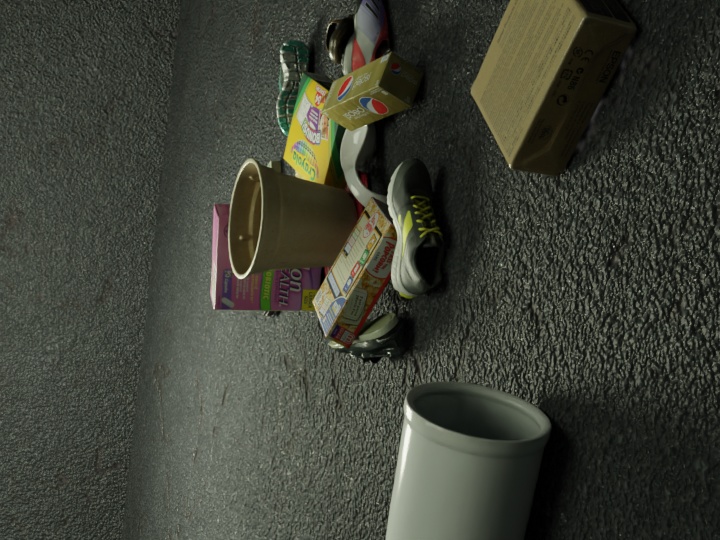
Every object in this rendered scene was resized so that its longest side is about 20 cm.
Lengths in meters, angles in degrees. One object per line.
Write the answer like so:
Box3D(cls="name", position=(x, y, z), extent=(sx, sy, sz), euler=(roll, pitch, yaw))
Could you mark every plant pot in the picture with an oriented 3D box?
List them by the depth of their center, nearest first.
Box3D(cls="plant pot", position=(-0.113, -0.079, 1.746), extent=(0.200, 0.181, 0.204), euler=(-175, 90, -67))

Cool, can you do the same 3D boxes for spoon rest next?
Box3D(cls="spoon rest", position=(0.000, -0.185, 1.708), extent=(0.100, 0.060, 0.202), euler=(-53, 38, 37))

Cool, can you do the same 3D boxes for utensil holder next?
Box3D(cls="utensil holder", position=(0.118, 0.253, 1.170), extent=(0.170, 0.168, 0.203), euler=(-142, 58, -65))

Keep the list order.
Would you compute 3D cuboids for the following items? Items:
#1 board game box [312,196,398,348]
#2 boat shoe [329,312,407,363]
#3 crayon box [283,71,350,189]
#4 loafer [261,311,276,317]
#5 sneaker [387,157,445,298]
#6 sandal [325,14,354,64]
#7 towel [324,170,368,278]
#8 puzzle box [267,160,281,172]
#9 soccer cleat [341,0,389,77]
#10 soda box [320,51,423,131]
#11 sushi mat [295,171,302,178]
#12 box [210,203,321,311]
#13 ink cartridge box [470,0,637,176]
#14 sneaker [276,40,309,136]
Box3D(cls="board game box", position=(0.000, 0.000, 1.585), extent=(0.201, 0.046, 0.152), euler=(-60, 19, 12))
Box3D(cls="boat shoe", position=(0.016, 0.115, 1.598), extent=(0.066, 0.074, 0.199), euler=(53, 149, -9))
Box3D(cls="crayon box", position=(-0.068, -0.253, 1.882), extent=(0.200, 0.058, 0.175), euler=(46, 126, 55))
Box3D(cls="loafer", position=(-0.191, 0.002, 2.144), extent=(0.072, 0.062, 0.202), euler=(-128, 48, -60))
Box3D(cls="sneaker", position=(0.090, -0.061, 1.461), extent=(0.084, 0.074, 0.203), euler=(0, 93, 62))
Box3D(cls="sandal", position=(-0.039, -0.403, 1.785), extent=(0.200, 0.054, 0.083), euler=(-65, -20, -65))
Box3D(cls="towel", position=(-0.025, -0.066, 1.799), extent=(0.200, 0.022, 0.146), euler=(127, 142, -54))
Box3D(cls="puzzle box", position=(-0.218, -0.140, 2.298), extent=(0.200, 0.025, 0.135), euler=(133, 138, -56))
Box3D(cls="soccer cleat", position=(0.021, -0.408, 1.734), extent=(0.068, 0.072, 0.202), euler=(74, -155, -60))
Box3D(cls="soda box", position=(0.016, -0.285, 1.642), extent=(0.199, 0.067, 0.065), euler=(-8, 58, 61))
Box3D(cls="sushi mat", position=(-0.095, -0.240, 2.030), extent=(0.200, 0.012, 0.097), euler=(135, 137, -58))
Box3D(cls="box", position=(-0.174, -0.023, 1.890), extent=(0.097, 0.197, 0.178), euler=(-125, 39, -67))
Box3D(cls="ink cartridge box", position=(0.215, -0.239, 1.171), extent=(0.166, 0.074, 0.201), euler=(-106, 30, -45))
Box3D(cls="sneaker", position=(-0.137, -0.369, 2.116), extent=(0.091, 0.076, 0.203), euler=(118, 156, -75))
